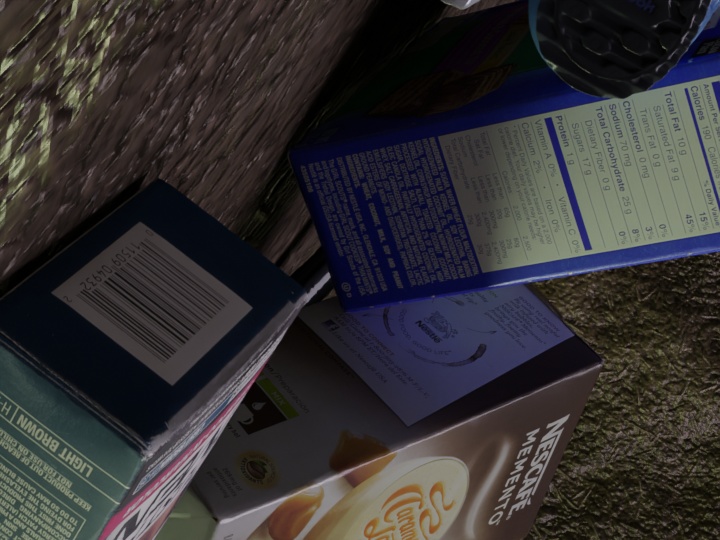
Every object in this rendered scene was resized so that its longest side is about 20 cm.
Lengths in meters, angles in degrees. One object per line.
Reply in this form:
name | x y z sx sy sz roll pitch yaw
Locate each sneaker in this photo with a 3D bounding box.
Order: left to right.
sneaker | 0.121 -0.148 0.636 0.200 0.066 0.078 -54 -173 19

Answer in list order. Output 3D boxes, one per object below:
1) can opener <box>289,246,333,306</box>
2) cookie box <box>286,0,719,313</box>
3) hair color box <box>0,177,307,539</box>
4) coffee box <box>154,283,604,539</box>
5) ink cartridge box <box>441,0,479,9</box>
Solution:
can opener | 0.000 0.000 0.937 0.200 0.063 0.079 -53 175 -8
cookie box | 0.099 -0.064 0.766 0.199 0.075 0.171 -10 -160 30
hair color box | -0.100 0.078 0.577 0.200 0.060 0.100 -56 174 34
coffee box | -0.010 0.078 0.780 0.199 0.080 0.115 -20 142 -37
ink cartridge box | 0.092 -0.186 0.661 0.200 0.041 0.200 -55 175 18
